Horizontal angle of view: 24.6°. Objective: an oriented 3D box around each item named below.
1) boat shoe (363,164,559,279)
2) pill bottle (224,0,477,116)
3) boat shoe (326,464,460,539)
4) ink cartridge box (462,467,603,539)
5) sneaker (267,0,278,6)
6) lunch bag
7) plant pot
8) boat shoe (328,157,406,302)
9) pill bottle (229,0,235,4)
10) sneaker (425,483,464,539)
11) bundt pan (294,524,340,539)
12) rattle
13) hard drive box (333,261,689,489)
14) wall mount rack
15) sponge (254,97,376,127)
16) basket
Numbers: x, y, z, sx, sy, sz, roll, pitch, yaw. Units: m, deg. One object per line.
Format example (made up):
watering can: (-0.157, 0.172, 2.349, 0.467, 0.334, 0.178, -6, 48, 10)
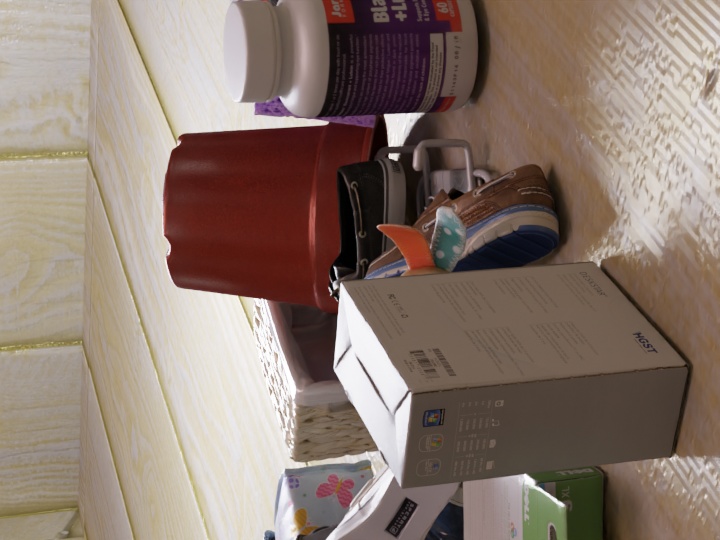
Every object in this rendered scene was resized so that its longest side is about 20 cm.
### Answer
boat shoe: (0.081, -0.026, 1.327, 0.199, 0.072, 0.073, -22, 54, 39)
pill bottle: (-0.010, -0.187, 1.398, 0.111, 0.198, 0.113, 176, 90, -72)
boat shoe: (0.022, 0.210, 1.396, 0.201, 0.071, 0.070, -57, 3, 17)
ink cartridge box: (0.140, 0.193, 1.260, 0.200, 0.059, 0.105, -151, 58, -69)
sneaker: (-0.018, -0.258, 1.603, 0.199, 0.079, 0.096, 23, 111, 44)
lunch bag: (-0.034, 0.325, 1.742, 0.201, 0.126, 0.171, 99, 161, -53)
plant pot: (-0.079, -0.053, 1.568, 0.201, 0.193, 0.203, 2, -90, -83)
boat shoe: (0.000, 0.000, 1.432, 0.069, 0.056, 0.202, -136, 47, -65)
pill bottle: (-0.093, -0.355, 1.794, 0.111, 0.110, 0.202, 159, 106, -72)
sneaker: (0.062, 0.223, 1.487, 0.202, 0.076, 0.148, -139, 50, -64)
bundt pan: (0.019, 0.311, 1.491, 0.076, 0.201, 0.203, -36, 54, 34)
rattle: (0.076, 0.024, 1.305, 0.201, 0.130, 0.143, 56, -153, -14)
hard drive box: (0.099, 0.066, 1.134, 0.156, 0.198, 0.077, -122, 32, -57)
wall mount rack: (0.058, -0.025, 1.448, 0.200, 0.074, 0.175, -176, 82, -73)
sponge: (-0.036, -0.175, 1.558, 0.200, 0.110, 0.030, -82, -3, -71)
basket: (-0.028, 0.078, 1.655, 0.124, 0.134, 0.201, 99, 159, -46)
